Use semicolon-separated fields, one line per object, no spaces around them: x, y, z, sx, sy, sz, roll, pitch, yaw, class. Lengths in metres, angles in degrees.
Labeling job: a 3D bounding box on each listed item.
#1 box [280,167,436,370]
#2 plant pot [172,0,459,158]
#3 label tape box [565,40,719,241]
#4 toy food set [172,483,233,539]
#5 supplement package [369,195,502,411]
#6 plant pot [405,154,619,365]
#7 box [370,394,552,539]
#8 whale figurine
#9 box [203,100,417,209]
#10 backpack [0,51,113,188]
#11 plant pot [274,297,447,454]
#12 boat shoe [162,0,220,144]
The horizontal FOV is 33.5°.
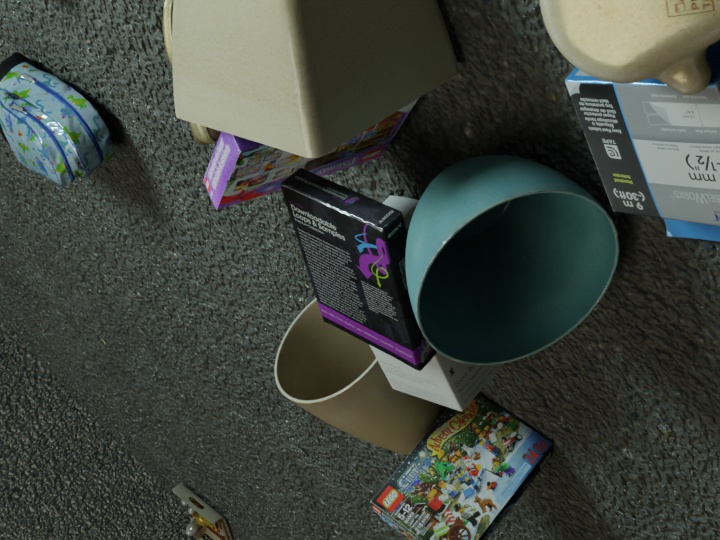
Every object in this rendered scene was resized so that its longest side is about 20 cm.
0.000;0.000;1.221;0.142;0.036;0.201;26;147;36;box
-0.055;-0.240;1.077;0.199;0.199;0.178;20;132;41;plant pot
0.264;-0.083;0.955;0.143;0.066;0.201;12;137;48;label tape box
-0.383;0.612;2.888;0.143;0.060;0.201;32;151;27;toy food set
0.072;0.035;1.339;0.119;0.121;0.201;13;140;48;supplement package
0.123;-0.030;1.130;0.135;0.199;0.201;-118;8;-46;plant pot
0.126;0.258;1.484;0.136;0.200;0.038;32;155;24;box
0.226;-0.204;0.829;0.198;0.104;0.160;-3;114;28;whale figurine
-0.051;-0.131;1.200;0.039;0.199;0.137;64;156;13;box
-0.452;-0.209;1.764;0.199;0.154;0.164;19;138;21;backpack
0.023;0.142;1.532;0.187;0.188;0.200;11;152;49;plant pot
-0.174;-0.238;1.392;0.071;0.072;0.201;0;124;15;boat shoe
